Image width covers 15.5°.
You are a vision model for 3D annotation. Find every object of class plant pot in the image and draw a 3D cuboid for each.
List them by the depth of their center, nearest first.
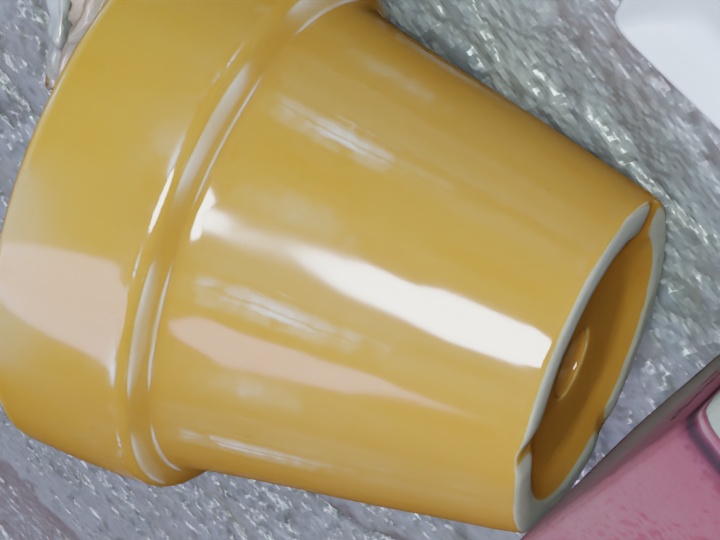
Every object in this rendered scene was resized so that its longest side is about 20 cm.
[{"bbox_3d":[0.000,0.000,0.928,0.183,0.200,0.200,22,146,18],"label":"plant pot"}]

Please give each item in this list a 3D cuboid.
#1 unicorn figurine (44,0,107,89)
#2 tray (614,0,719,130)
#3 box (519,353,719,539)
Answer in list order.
[{"bbox_3d":[-0.098,-0.145,0.971,0.200,0.074,0.137,-118,19,-45],"label":"unicorn figurine"},{"bbox_3d":[0.142,-0.088,0.748,0.107,0.022,0.200,45,154,9],"label":"tray"},{"bbox_3d":[0.153,0.066,0.817,0.109,0.128,0.200,49,154,5],"label":"box"}]
